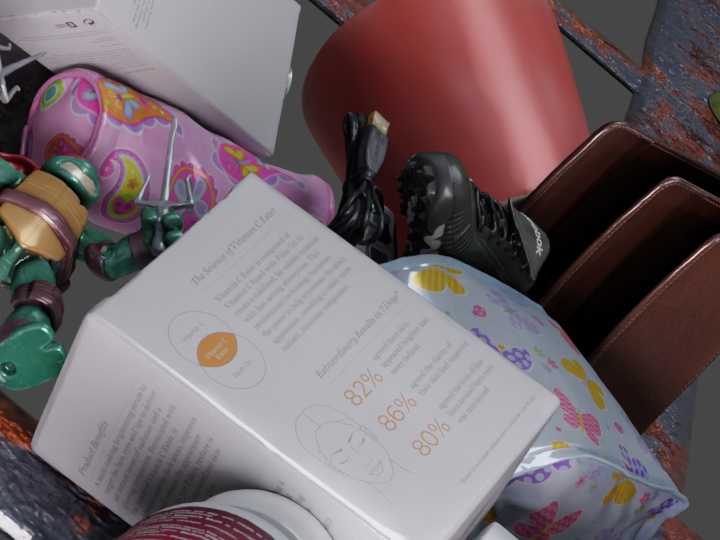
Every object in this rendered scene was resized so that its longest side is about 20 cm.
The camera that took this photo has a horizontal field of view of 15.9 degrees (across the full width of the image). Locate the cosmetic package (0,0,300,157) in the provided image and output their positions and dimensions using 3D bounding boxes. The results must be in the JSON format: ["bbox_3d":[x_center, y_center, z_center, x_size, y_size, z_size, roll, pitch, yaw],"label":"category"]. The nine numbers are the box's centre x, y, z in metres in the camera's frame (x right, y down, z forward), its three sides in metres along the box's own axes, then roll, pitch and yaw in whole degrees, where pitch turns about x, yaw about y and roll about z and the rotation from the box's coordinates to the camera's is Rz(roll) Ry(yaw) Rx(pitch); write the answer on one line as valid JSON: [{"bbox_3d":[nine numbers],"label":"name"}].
[{"bbox_3d":[-0.124,-0.153,1.534,0.200,0.085,0.108,41,54,-53],"label":"cosmetic package"}]

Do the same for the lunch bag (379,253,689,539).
[{"bbox_3d":[0.073,0.091,1.507,0.170,0.127,0.200,54,12,31],"label":"lunch bag"}]

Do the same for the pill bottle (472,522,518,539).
[{"bbox_3d":[0.110,0.229,1.306,0.200,0.113,0.113,43,20,3],"label":"pill bottle"}]

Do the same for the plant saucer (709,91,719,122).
[{"bbox_3d":[0.466,-0.135,2.821,0.200,0.031,0.200,36,21,-16],"label":"plant saucer"}]

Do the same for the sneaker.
[{"bbox_3d":[0.070,-0.023,1.565,0.200,0.090,0.067,87,-6,-66],"label":"sneaker"}]

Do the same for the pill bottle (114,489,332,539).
[{"bbox_3d":[-0.079,0.162,1.105,0.110,0.110,0.200,44,20,7],"label":"pill bottle"}]

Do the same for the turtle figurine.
[{"bbox_3d":[-0.166,-0.028,1.352,0.149,0.101,0.200,26,37,-1],"label":"turtle figurine"}]

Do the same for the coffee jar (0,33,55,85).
[{"bbox_3d":[-0.240,-0.204,1.595,0.200,0.085,0.104,51,18,27],"label":"coffee jar"}]

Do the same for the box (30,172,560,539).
[{"bbox_3d":[-0.032,0.075,1.269,0.200,0.106,0.152,36,43,9],"label":"box"}]

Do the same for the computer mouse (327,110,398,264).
[{"bbox_3d":[0.000,0.000,1.560,0.044,0.200,0.110,-1,49,4],"label":"computer mouse"}]

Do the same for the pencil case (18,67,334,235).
[{"bbox_3d":[-0.108,-0.049,1.530,0.200,0.087,0.088,24,26,-41],"label":"pencil case"}]

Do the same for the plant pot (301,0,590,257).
[{"bbox_3d":[0.076,-0.077,1.790,0.200,0.200,0.178,19,40,-46],"label":"plant pot"}]

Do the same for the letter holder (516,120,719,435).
[{"bbox_3d":[0.160,0.017,1.705,0.142,0.200,0.101,24,26,-39],"label":"letter holder"}]
